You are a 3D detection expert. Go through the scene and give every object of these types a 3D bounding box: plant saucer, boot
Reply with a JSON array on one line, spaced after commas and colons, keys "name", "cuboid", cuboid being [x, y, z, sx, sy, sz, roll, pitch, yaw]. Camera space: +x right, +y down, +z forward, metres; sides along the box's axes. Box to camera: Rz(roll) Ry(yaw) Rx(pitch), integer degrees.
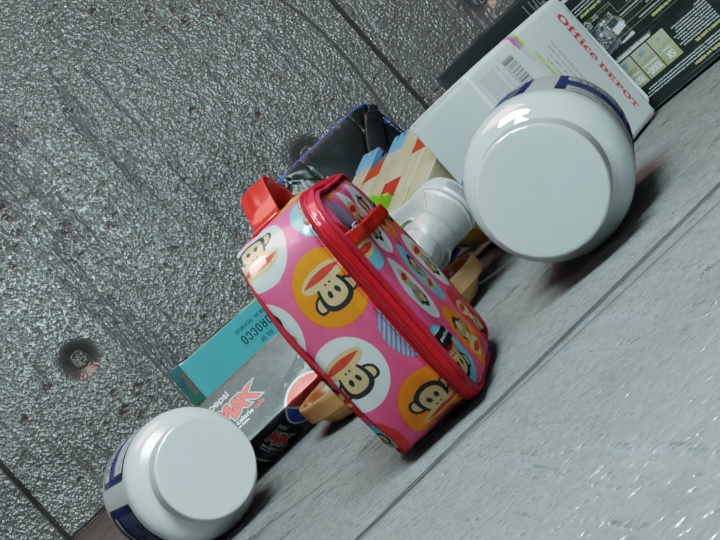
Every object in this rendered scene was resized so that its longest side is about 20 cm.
[{"name": "plant saucer", "cuboid": [0.030, 0.062, 1.209, 0.200, 0.032, 0.200, -42, 2, 2]}, {"name": "boot", "cuboid": [0.025, 0.000, 1.200, 0.096, 0.073, 0.200, -53, 0, -30]}]

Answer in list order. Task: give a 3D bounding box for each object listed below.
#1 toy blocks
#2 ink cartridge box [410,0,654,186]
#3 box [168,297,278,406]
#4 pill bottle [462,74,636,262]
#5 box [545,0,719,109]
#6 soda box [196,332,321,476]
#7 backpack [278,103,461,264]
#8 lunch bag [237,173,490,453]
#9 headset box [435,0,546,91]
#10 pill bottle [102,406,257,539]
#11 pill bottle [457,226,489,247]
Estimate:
[{"name": "toy blocks", "cuboid": [0.046, -0.077, 1.307, 0.200, 0.100, 0.137, -26, 32, 49]}, {"name": "ink cartridge box", "cuboid": [0.157, -0.135, 1.253, 0.085, 0.145, 0.200, -40, 3, 44]}, {"name": "box", "cuboid": [-0.110, 0.059, 1.510, 0.200, 0.049, 0.082, -42, 3, -19]}, {"name": "pill bottle", "cuboid": [0.127, -0.067, 0.938, 0.111, 0.111, 0.200, -42, 2, 16]}, {"name": "box", "cuboid": [0.294, -0.275, 1.309, 0.200, 0.164, 0.086, -42, 2, 37]}, {"name": "soda box", "cuboid": [-0.063, 0.104, 1.331, 0.200, 0.071, 0.063, -43, -31, -11]}, {"name": "backpack", "cuboid": [0.024, -0.063, 1.626, 0.163, 0.200, 0.168, -45, -7, -12]}, {"name": "lunch bag", "cuboid": [-0.003, 0.011, 0.859, 0.082, 0.176, 0.200, -42, 2, 9]}, {"name": "headset box", "cuboid": [0.211, -0.220, 1.612, 0.200, 0.174, 0.093, -43, 2, 32]}, {"name": "pill bottle", "cuboid": [-0.149, 0.175, 1.185, 0.111, 0.111, 0.200, -43, 2, -22]}, {"name": "pill bottle", "cuboid": [0.125, -0.089, 1.419, 0.111, 0.111, 0.200, -43, 3, -12]}]
